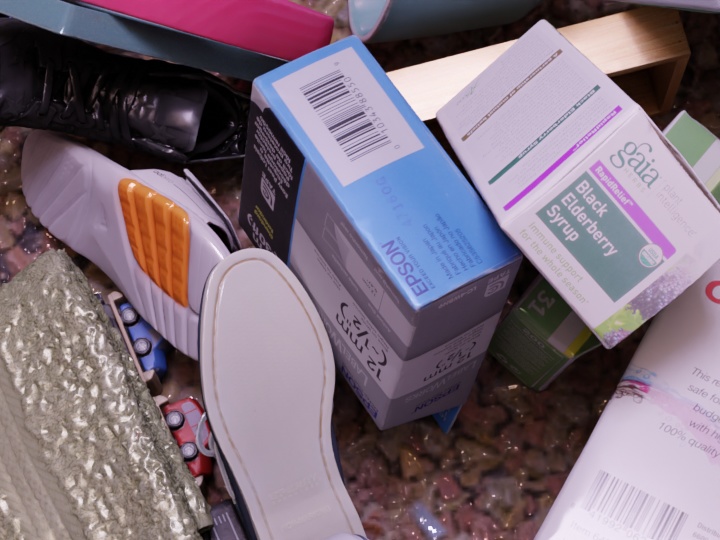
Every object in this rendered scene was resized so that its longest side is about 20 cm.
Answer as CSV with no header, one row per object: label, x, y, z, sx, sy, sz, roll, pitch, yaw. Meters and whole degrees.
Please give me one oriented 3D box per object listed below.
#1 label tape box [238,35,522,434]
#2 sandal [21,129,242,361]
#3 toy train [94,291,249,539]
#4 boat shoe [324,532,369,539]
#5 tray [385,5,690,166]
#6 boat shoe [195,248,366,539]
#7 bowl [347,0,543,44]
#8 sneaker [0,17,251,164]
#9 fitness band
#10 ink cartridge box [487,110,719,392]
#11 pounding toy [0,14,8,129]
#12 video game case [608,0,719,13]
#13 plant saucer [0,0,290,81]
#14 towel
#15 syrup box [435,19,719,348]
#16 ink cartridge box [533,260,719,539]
label tape box,0.000,0.000,0.851,0.066,0.200,0.143,-27,67,-22
sandal,-0.114,-0.027,0.936,0.059,0.079,0.207,-17,43,-41
toy train,-0.101,0.094,0.917,0.046,0.034,0.200,-25,68,-7
boat shoe,0.039,0.215,0.825,0.067,0.074,0.201,-24,94,-29
tray,0.078,-0.095,0.937,0.199,0.099,0.037,-13,76,0
boat shoe,-0.042,0.086,0.858,0.075,0.062,0.201,-23,100,-18
bowl,0.066,-0.221,0.957,0.105,0.201,0.201,8,68,-11
sneaker,-0.126,-0.096,0.931,0.104,0.200,0.060,16,95,37
fitness band,-0.098,-0.153,0.935,0.143,0.200,0.038,20,99,25
ink cartridge box,0.138,-0.018,0.848,0.048,0.200,0.146,40,77,5
pounding toy,-0.207,-0.213,0.968,0.142,0.184,0.200,24,73,14
video game case,0.225,-0.164,0.894,0.181,0.200,0.022,-11,104,-14
plant saucer,-0.107,-0.125,0.919,0.070,0.200,0.019,23,99,39
towel,-0.174,0.100,0.901,0.148,0.036,0.200,-33,68,11
syrup box,0.101,-0.048,0.795,0.081,0.200,0.079,-41,108,9
ink cartridge box,0.176,0.125,0.809,0.146,0.146,0.200,27,69,15
